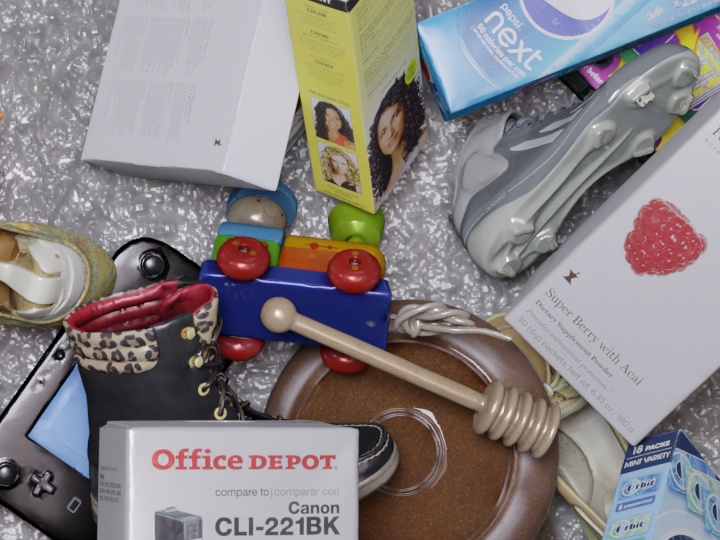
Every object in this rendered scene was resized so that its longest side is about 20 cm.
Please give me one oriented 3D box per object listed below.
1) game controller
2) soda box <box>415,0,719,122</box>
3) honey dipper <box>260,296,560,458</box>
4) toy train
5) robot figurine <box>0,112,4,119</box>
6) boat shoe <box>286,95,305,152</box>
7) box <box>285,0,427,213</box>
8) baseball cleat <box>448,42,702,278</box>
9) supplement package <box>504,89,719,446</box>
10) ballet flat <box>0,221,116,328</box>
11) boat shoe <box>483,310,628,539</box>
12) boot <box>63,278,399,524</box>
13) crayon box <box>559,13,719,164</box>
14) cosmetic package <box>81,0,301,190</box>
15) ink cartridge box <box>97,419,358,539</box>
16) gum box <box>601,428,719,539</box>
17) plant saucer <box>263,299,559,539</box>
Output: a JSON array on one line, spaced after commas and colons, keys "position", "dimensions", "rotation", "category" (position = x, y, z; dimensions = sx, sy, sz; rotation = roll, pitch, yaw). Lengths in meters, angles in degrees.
[{"position": [-0.161, 0.080, 1.719], "dimensions": [0.104, 0.042, 0.200], "rotation": [35, 84, -2], "category": "game controller"}, {"position": [0.136, -0.162, 1.692], "dimensions": [0.200, 0.068, 0.064], "rotation": [-22, 89, -2], "category": "soda box"}, {"position": [0.029, 0.065, 1.652], "dimensions": [0.200, 0.038, 0.038], "rotation": [23, 84, -10], "category": "honey dipper"}, {"position": [0.000, 0.000, 1.700], "dimensions": [0.200, 0.085, 0.116], "rotation": [6, 41, 1], "category": "toy train"}, {"position": [-0.304, -0.028, 1.678], "dimensions": [0.144, 0.117, 0.200], "rotation": [22, 83, 31], "category": "robot figurine"}, {"position": [-0.037, -0.151, 1.725], "dimensions": [0.075, 0.086, 0.202], "rotation": [34, 83, -2], "category": "boat shoe"}, {"position": [-0.001, -0.130, 1.649], "dimensions": [0.050, 0.200, 0.075], "rotation": [22, 58, 22], "category": "box"}, {"position": [0.128, -0.090, 1.712], "dimensions": [0.200, 0.070, 0.107], "rotation": [-46, 51, 15], "category": "baseball cleat"}, {"position": [0.209, -0.010, 1.681], "dimensions": [0.121, 0.120, 0.200], "rotation": [44, 112, 0], "category": "supplement package"}, {"position": [-0.226, 0.000, 1.627], "dimensions": [0.200, 0.071, 0.071], "rotation": [15, 83, -36], "category": "ballet flat"}, {"position": [0.142, 0.113, 1.733], "dimensions": [0.073, 0.063, 0.201], "rotation": [-31, 89, -7], "category": "boat shoe"}, {"position": [-0.084, 0.082, 1.650], "dimensions": [0.200, 0.073, 0.151], "rotation": [-7, 116, 9], "category": "boot"}, {"position": [0.202, -0.185, 1.764], "dimensions": [0.173, 0.058, 0.200], "rotation": [-44, 91, -7], "category": "crayon box"}, {"position": [-0.095, -0.156, 1.691], "dimensions": [0.052, 0.151, 0.200], "rotation": [18, 84, -39], "category": "cosmetic package"}, {"position": [-0.079, 0.189, 1.565], "dimensions": [0.144, 0.084, 0.200], "rotation": [1, 86, -18], "category": "ink cartridge box"}, {"position": [0.207, 0.230, 1.651], "dimensions": [0.170, 0.044, 0.200], "rotation": [51, 40, -28], "category": "gum box"}, {"position": [0.028, 0.118, 1.712], "dimensions": [0.200, 0.032, 0.201], "rotation": [-1, 86, 10], "category": "plant saucer"}]
